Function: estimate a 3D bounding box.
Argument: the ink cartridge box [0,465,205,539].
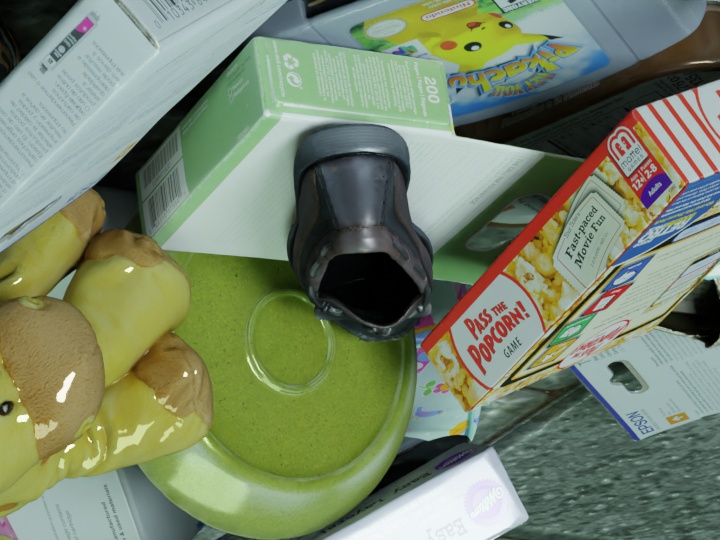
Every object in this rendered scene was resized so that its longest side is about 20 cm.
[{"bbox_3d":[-0.194,0.136,1.383,0.200,0.085,0.145,-11,-165,23],"label":"ink cartridge box"}]

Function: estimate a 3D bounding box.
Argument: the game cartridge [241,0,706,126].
[{"bbox_3d":[0.056,-0.119,1.077,0.200,0.041,0.133,-17,155,22],"label":"game cartridge"}]

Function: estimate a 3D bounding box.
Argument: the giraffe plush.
[{"bbox_3d":[-0.170,0.052,1.041,0.200,0.173,0.162,-48,177,-3],"label":"giraffe plush"}]

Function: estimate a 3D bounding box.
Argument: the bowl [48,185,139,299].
[{"bbox_3d":[-0.191,0.013,1.242,0.200,0.075,0.200,5,152,-19],"label":"bowl"}]

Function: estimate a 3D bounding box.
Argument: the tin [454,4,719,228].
[{"bbox_3d":[0.124,-0.076,1.177,0.200,0.042,0.112,-23,145,30],"label":"tin"}]

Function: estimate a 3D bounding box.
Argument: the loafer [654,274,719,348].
[{"bbox_3d":[0.215,0.011,1.278,0.200,0.067,0.076,0,122,11],"label":"loafer"}]

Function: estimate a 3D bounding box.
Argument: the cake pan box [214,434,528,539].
[{"bbox_3d":[-0.018,0.157,1.272,0.200,0.052,0.184,-27,-174,-13],"label":"cake pan box"}]

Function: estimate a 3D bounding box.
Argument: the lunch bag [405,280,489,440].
[{"bbox_3d":[-0.001,0.060,1.374,0.160,0.077,0.200,-10,156,-5],"label":"lunch bag"}]

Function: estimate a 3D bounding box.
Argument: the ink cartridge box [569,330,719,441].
[{"bbox_3d":[0.231,0.033,1.410,0.200,0.041,0.200,-16,150,18],"label":"ink cartridge box"}]

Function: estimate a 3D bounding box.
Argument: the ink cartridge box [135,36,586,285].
[{"bbox_3d":[0.009,-0.049,1.119,0.200,0.048,0.146,5,153,-28],"label":"ink cartridge box"}]

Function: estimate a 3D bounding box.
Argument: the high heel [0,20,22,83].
[{"bbox_3d":[-0.168,-0.074,0.993,0.071,0.143,0.200,-45,147,-5],"label":"high heel"}]

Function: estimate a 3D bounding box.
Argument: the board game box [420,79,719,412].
[{"bbox_3d":[0.138,-0.018,1.119,0.151,0.046,0.200,-20,158,-42],"label":"board game box"}]

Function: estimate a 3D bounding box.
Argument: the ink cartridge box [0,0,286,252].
[{"bbox_3d":[-0.111,-0.075,0.958,0.200,0.043,0.196,-39,-177,31],"label":"ink cartridge box"}]

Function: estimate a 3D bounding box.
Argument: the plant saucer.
[{"bbox_3d":[-0.043,0.038,1.182,0.200,0.200,0.031,13,163,-33],"label":"plant saucer"}]

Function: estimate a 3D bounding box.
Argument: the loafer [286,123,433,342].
[{"bbox_3d":[0.000,0.000,1.092,0.072,0.063,0.200,-7,156,2],"label":"loafer"}]

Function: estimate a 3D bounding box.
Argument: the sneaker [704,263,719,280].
[{"bbox_3d":[0.221,-0.054,1.215,0.200,0.077,0.081,-14,133,20],"label":"sneaker"}]
